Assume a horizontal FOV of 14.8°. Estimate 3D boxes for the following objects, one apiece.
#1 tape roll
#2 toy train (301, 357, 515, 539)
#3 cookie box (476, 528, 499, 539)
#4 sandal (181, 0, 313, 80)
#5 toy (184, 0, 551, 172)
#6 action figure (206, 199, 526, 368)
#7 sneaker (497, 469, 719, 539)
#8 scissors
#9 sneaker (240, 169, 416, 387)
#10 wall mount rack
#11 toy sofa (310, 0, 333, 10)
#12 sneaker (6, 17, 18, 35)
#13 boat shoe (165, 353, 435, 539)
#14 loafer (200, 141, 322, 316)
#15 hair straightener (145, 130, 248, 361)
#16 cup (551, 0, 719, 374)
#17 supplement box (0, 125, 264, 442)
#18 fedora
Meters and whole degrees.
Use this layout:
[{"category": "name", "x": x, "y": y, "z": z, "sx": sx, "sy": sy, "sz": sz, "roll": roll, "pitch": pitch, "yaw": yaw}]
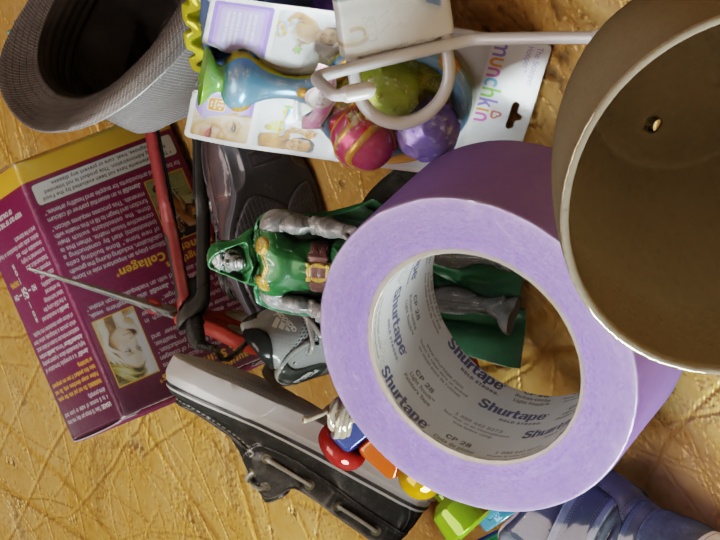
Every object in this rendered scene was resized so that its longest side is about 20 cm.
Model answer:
[{"category": "tape roll", "x": 0.083, "y": 0.032, "z": 1.592, "sx": 0.200, "sy": 0.085, "sz": 0.200, "roll": 13, "pitch": 120, "yaw": 24}, {"category": "toy train", "x": 0.036, "y": 0.120, "z": 1.700, "sx": 0.085, "sy": 0.200, "sz": 0.116, "roll": -42, "pitch": 81, "yaw": 22}, {"category": "cookie box", "x": 0.017, "y": 0.255, "z": 1.789, "sx": 0.075, "sy": 0.200, "sz": 0.171, "roll": 58, "pitch": 147, "yaw": 15}, {"category": "sandal", "x": -0.060, "y": -0.166, "z": 1.624, "sx": 0.087, "sy": 0.080, "sz": 0.200, "roll": 10, "pitch": 137, "yaw": 31}, {"category": "toy", "x": 0.001, "y": -0.093, "z": 1.615, "sx": 0.115, "sy": 0.200, "sz": 0.047, "roll": 105, "pitch": 173, "yaw": -45}, {"category": "action figure", "x": 0.000, "y": 0.000, "z": 1.706, "sx": 0.200, "sy": 0.055, "sz": 0.118, "roll": 5, "pitch": 107, "yaw": 17}, {"category": "sneaker", "x": 0.147, "y": 0.213, "z": 1.671, "sx": 0.146, "sy": 0.077, "sz": 0.203, "roll": 30, "pitch": 124, "yaw": 30}, {"category": "scissors", "x": -0.129, "y": 0.029, "z": 1.901, "sx": 0.073, "sy": 0.200, "sz": 0.014, "roll": 43, "pitch": 113, "yaw": 55}, {"category": "sneaker", "x": -0.016, "y": 0.018, "z": 1.773, "sx": 0.075, "sy": 0.115, "sz": 0.200, "roll": 53, "pitch": 146, "yaw": 23}, {"category": "wall mount rack", "x": 0.050, "y": -0.172, "z": 1.528, "sx": 0.075, "sy": 0.174, "sz": 0.200, "roll": -135, "pitch": 33, "yaw": -65}, {"category": "toy sofa", "x": -0.015, "y": -0.219, "z": 1.642, "sx": 0.083, "sy": 0.098, "sz": 0.200, "roll": 60, "pitch": 147, "yaw": 12}, {"category": "sneaker", "x": -0.180, "y": -0.184, "z": 1.889, "sx": 0.084, "sy": 0.121, "sz": 0.200, "roll": 41, "pitch": 139, "yaw": 36}, {"category": "boat shoe", "x": -0.047, "y": 0.124, "z": 1.832, "sx": 0.200, "sy": 0.071, "sz": 0.072, "roll": 28, "pitch": -173, "yaw": -4}, {"category": "loafer", "x": -0.072, "y": -0.059, "z": 1.866, "sx": 0.063, "sy": 0.072, "sz": 0.200, "roll": -172, "pitch": 71, "yaw": -70}, {"category": "hair straightener", "x": -0.099, "y": -0.031, "z": 1.896, "sx": 0.041, "sy": 0.077, "sz": 0.200, "roll": 85, "pitch": 175, "yaw": -66}, {"category": "cup", "x": 0.178, "y": -0.069, "z": 1.385, "sx": 0.143, "sy": 0.200, "sz": 0.200, "roll": -114, "pitch": 19, "yaw": -59}, {"category": "supplement box", "x": -0.174, "y": 0.004, "z": 1.990, "sx": 0.103, "sy": 0.131, "sz": 0.200, "roll": -25, "pitch": 87, "yaw": 60}, {"category": "fedora", "x": -0.133, "y": -0.158, "z": 1.796, "sx": 0.090, "sy": 0.200, "sz": 0.177, "roll": 35, "pitch": -178, "yaw": -40}]
